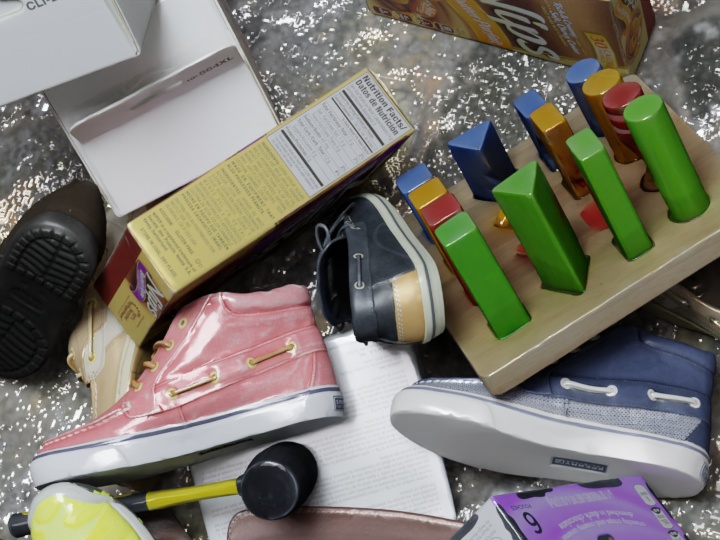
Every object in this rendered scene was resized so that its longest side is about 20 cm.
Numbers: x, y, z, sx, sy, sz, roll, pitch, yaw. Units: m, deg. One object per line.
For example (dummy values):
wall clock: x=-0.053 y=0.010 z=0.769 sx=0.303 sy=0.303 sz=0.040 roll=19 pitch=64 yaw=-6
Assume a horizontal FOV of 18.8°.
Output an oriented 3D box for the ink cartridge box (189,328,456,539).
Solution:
ink cartridge box: x=-0.021 y=0.147 z=1.382 sx=0.161 sy=0.057 sz=0.202 roll=-16 pitch=85 yaw=7

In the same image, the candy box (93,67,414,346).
candy box: x=-0.069 y=-0.040 z=1.385 sx=0.199 sy=0.117 sz=0.057 roll=-34 pitch=84 yaw=-25

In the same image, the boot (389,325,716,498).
boot: x=0.121 y=0.077 z=1.342 sx=0.198 sy=0.073 sz=0.091 roll=13 pitch=64 yaw=-2

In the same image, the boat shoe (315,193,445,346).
boat shoe: x=0.000 y=0.000 z=1.360 sx=0.062 sy=0.200 sz=0.075 roll=-11 pitch=108 yaw=-10

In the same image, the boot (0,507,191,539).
boot: x=-0.202 y=0.168 z=1.402 sx=0.198 sy=0.064 sz=0.188 roll=-16 pitch=69 yaw=7

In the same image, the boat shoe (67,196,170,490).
boat shoe: x=-0.158 y=0.050 z=1.439 sx=0.069 sy=0.074 sz=0.202 roll=-8 pitch=65 yaw=25

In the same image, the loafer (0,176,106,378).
loafer: x=-0.211 y=0.006 z=1.426 sx=0.073 sy=0.200 sz=0.072 roll=36 pitch=50 yaw=-12

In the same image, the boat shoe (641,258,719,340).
boat shoe: x=0.250 y=0.018 z=1.343 sx=0.199 sy=0.065 sz=0.073 roll=23 pitch=75 yaw=22

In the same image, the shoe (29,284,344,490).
shoe: x=-0.115 y=0.072 z=1.349 sx=0.198 sy=0.072 sz=0.092 roll=-15 pitch=79 yaw=-1

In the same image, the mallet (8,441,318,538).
mallet: x=-0.121 y=0.141 z=1.357 sx=0.198 sy=0.066 sz=0.042 roll=-10 pitch=94 yaw=19

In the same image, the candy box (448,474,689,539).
candy box: x=0.154 y=0.218 z=1.221 sx=0.072 sy=0.167 sz=0.201 roll=-49 pitch=62 yaw=26

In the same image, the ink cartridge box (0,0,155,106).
ink cartridge box: x=-0.201 y=-0.192 z=1.350 sx=0.143 sy=0.084 sz=0.201 roll=-18 pitch=32 yaw=17

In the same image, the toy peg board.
toy peg board: x=0.114 y=-0.056 z=1.344 sx=0.199 sy=0.098 sz=0.199 roll=-32 pitch=33 yaw=0

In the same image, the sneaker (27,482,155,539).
sneaker: x=-0.149 y=0.223 z=1.308 sx=0.075 sy=0.076 sz=0.202 roll=-21 pitch=95 yaw=15

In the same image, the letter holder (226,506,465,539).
letter holder: x=-0.003 y=0.211 z=1.291 sx=0.198 sy=0.101 sz=0.144 roll=4 pitch=82 yaw=15

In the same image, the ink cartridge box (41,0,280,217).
ink cartridge box: x=-0.143 y=-0.141 z=1.433 sx=0.128 sy=0.126 sz=0.200 roll=-27 pitch=32 yaw=2

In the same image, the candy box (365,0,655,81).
candy box: x=0.091 y=-0.197 z=1.447 sx=0.198 sy=0.116 sz=0.056 roll=18 pitch=74 yaw=21
